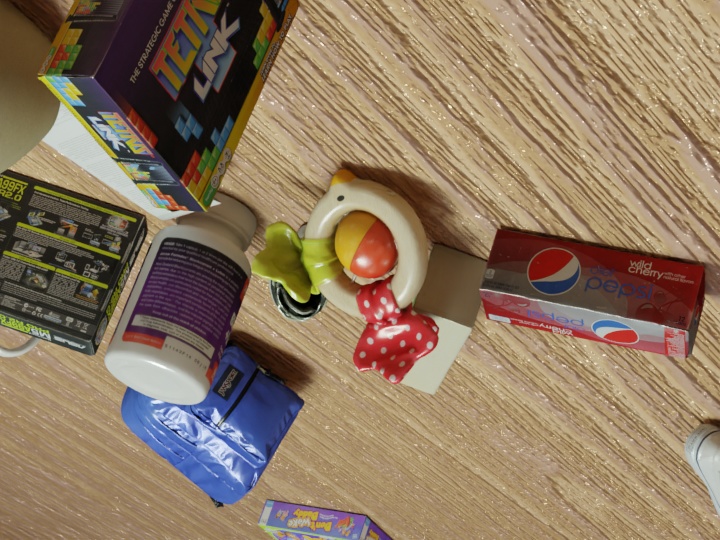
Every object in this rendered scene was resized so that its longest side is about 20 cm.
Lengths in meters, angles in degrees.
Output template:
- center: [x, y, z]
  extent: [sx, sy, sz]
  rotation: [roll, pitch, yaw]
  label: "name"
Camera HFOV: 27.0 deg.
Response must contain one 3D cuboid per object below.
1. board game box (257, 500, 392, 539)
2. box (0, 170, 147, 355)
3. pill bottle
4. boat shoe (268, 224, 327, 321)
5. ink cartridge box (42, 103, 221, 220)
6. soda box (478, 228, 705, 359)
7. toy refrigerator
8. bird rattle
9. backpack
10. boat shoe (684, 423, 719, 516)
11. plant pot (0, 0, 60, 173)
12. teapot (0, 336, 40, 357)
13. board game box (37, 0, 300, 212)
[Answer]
- center: [-0.051, 0.435, 2.451]
  extent: [0.198, 0.045, 0.135]
  rotation: [3, 150, 33]
  label: "board game box"
- center: [-0.353, -0.013, 1.636]
  extent: [0.198, 0.162, 0.044]
  rotation: [18, 154, 4]
  label: "box"
- center: [-0.176, 0.024, 1.530]
  extent: [0.110, 0.202, 0.112]
  rotation: [16, 156, 7]
  label: "pill bottle"
- center: [-0.066, 0.017, 1.595]
  extent: [0.070, 0.064, 0.200]
  rotation: [21, 155, -2]
  label: "boat shoe"
- center: [-0.229, -0.126, 1.448]
  extent: [0.199, 0.051, 0.108]
  rotation: [35, 151, -31]
  label: "ink cartridge box"
- center: [0.214, 0.021, 1.385]
  extent: [0.198, 0.071, 0.064]
  rotation: [12, 154, 19]
  label: "soda box"
- center: [0.074, 0.053, 1.549]
  extent: [0.069, 0.077, 0.200]
  rotation: [20, 156, 0]
  label: "toy refrigerator"
- center: [0.000, 0.000, 1.408]
  extent: [0.200, 0.112, 0.164]
  rotation: [40, 124, 26]
  label: "bird rattle"
- center: [-0.184, 0.163, 1.877]
  extent: [0.199, 0.163, 0.168]
  rotation: [37, 144, -6]
  label: "backpack"
- center: [0.426, 0.247, 1.658]
  extent: [0.200, 0.074, 0.067]
  rotation: [40, 178, -36]
  label: "boat shoe"
- center: [-0.344, -0.166, 1.328]
  extent: [0.133, 0.203, 0.199]
  rotation: [-6, 175, -39]
  label: "plant pot"
- center: [-0.489, 0.002, 1.787]
  extent: [0.198, 0.147, 0.198]
  rotation: [11, 154, 16]
  label: "teapot"
- center: [-0.133, -0.172, 1.101]
  extent: [0.056, 0.202, 0.166]
  rotation: [7, 153, 30]
  label: "board game box"
